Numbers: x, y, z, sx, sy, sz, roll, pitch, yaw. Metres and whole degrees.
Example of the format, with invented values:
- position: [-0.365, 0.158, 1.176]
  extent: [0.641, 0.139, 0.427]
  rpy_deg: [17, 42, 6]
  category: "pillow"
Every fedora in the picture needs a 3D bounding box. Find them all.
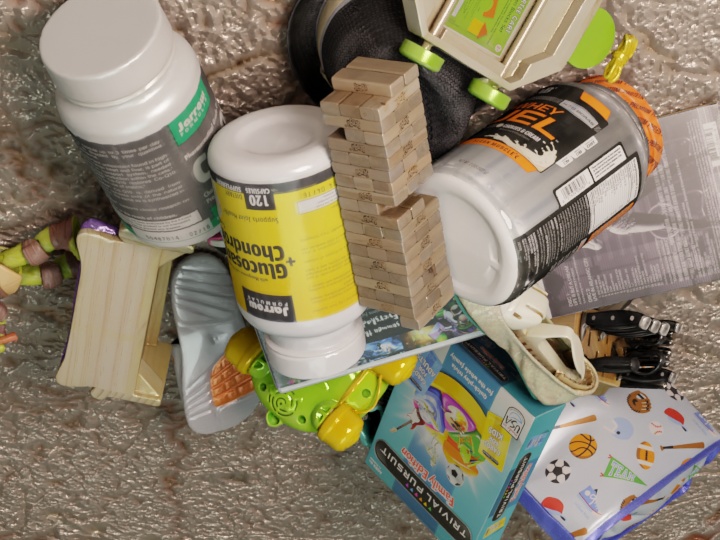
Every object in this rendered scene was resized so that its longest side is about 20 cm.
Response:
- position: [0.036, -0.149, 1.227]
  extent: [0.200, 0.092, 0.201]
  rpy_deg: [-4, 143, -3]
  category: "fedora"

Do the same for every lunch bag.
- position: [0.220, 0.176, 1.556]
  extent: [0.200, 0.170, 0.124]
  rpy_deg: [-28, 154, -35]
  category: "lunch bag"

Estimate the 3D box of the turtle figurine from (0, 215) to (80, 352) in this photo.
- position: [-0.316, 0.009, 1.421]
  extent: [0.161, 0.064, 0.200]
  rpy_deg: [-14, 134, 0]
  category: "turtle figurine"

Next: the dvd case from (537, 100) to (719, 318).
- position: [0.224, -0.048, 1.371]
  extent: [0.200, 0.016, 0.149]
  rpy_deg: [-14, 99, 11]
  category: "dvd case"

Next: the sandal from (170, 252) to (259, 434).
- position: [-0.143, 0.061, 1.524]
  extent: [0.079, 0.059, 0.207]
  rpy_deg: [-14, 124, -15]
  category: "sandal"

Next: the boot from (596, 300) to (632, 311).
- position: [0.192, -0.022, 1.435]
  extent: [0.151, 0.073, 0.200]
  rpy_deg: [11, 149, -20]
  category: "boot"

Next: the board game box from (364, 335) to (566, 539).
- position: [0.092, 0.153, 1.495]
  extent: [0.047, 0.151, 0.200]
  rpy_deg: [-18, 140, -40]
  category: "board game box"

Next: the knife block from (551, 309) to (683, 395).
- position: [0.184, 0.066, 1.446]
  extent: [0.200, 0.064, 0.176]
  rpy_deg: [8, 168, 5]
  category: "knife block"

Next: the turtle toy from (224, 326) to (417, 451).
- position: [-0.017, 0.064, 1.447]
  extent: [0.200, 0.146, 0.101]
  rpy_deg: [-49, 170, -4]
  category: "turtle toy"

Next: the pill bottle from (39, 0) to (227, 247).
- position: [-0.165, -0.117, 1.231]
  extent: [0.113, 0.113, 0.200]
  rpy_deg: [-12, 143, 8]
  category: "pill bottle"

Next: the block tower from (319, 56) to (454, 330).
- position: [0.021, -0.055, 1.181]
  extent: [0.058, 0.054, 0.200]
  rpy_deg: [13, 129, 35]
  category: "block tower"

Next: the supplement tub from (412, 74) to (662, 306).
- position: [0.141, -0.069, 1.257]
  extent: [0.200, 0.123, 0.123]
  rpy_deg: [-35, 158, -33]
  category: "supplement tub"

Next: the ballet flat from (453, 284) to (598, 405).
- position: [0.142, 0.041, 1.338]
  extent: [0.062, 0.067, 0.200]
  rpy_deg: [-8, 140, 33]
  category: "ballet flat"

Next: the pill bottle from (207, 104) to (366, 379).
- position: [-0.048, -0.019, 1.244]
  extent: [0.112, 0.112, 0.200]
  rpy_deg: [-7, 121, 3]
  category: "pill bottle"

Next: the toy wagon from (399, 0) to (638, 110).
- position: [0.119, -0.195, 1.164]
  extent: [0.200, 0.040, 0.155]
  rpy_deg: [25, 98, -35]
  category: "toy wagon"

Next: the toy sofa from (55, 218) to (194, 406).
- position: [-0.202, 0.017, 1.396]
  extent: [0.098, 0.083, 0.200]
  rpy_deg: [11, 128, -6]
  category: "toy sofa"

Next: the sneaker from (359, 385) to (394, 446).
- position: [-0.012, 0.103, 1.556]
  extent: [0.078, 0.091, 0.200]
  rpy_deg: [-19, 140, 23]
  category: "sneaker"

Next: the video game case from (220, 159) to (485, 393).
- position: [0.000, 0.000, 1.339]
  extent: [0.200, 0.023, 0.182]
  rpy_deg: [-16, 119, 2]
  category: "video game case"

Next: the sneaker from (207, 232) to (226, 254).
- position: [-0.033, -0.046, 1.373]
  extent: [0.200, 0.074, 0.087]
  rpy_deg: [-19, 135, 10]
  category: "sneaker"
